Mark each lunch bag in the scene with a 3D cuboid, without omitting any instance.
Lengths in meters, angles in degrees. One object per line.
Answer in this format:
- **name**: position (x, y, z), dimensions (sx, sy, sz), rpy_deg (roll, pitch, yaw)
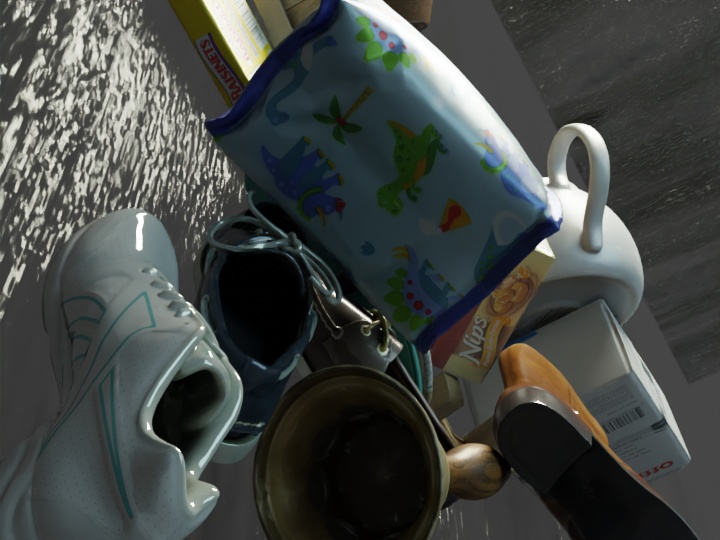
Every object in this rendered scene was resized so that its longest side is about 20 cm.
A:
- **lunch bag**: position (0.019, -0.071, 0.676), dimensions (0.170, 0.127, 0.200), rpy_deg (46, 19, -7)

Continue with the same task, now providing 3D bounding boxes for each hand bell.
- **hand bell**: position (0.037, 0.110, 0.640), dimensions (0.199, 0.103, 0.105), rpy_deg (15, 51, -61)

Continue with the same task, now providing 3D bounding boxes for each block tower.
- **block tower**: position (-0.029, -0.189, 0.942), dimensions (0.055, 0.057, 0.200), rpy_deg (64, 11, 1)

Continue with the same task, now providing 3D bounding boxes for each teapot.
- **teapot**: position (0.157, -0.018, 1.074), dimensions (0.197, 0.198, 0.148), rpy_deg (41, 32, -55)

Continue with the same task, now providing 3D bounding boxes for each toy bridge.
- **toy bridge**: position (0.107, 0.130, 0.926), dimensions (0.199, 0.067, 0.027), rpy_deg (24, 40, -38)

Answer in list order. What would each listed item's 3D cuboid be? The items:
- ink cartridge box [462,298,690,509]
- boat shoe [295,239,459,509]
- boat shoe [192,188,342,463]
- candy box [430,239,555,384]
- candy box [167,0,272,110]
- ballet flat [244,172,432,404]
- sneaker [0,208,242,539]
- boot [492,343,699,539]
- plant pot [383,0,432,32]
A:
- **ink cartridge box**: position (0.200, 0.134, 1.082), dimensions (0.200, 0.145, 0.087), rpy_deg (46, 22, -49)
- **boat shoe**: position (0.002, 0.060, 0.714), dimensions (0.202, 0.059, 0.072), rpy_deg (63, 17, -9)
- **boat shoe**: position (-0.052, 0.012, 0.586), dimensions (0.074, 0.062, 0.201), rpy_deg (34, 26, -7)
- **candy box**: position (0.083, -0.017, 0.927), dimensions (0.055, 0.116, 0.201), rpy_deg (21, 24, -16)
- **candy box**: position (-0.066, -0.117, 0.812), dimensions (0.202, 0.026, 0.102), rpy_deg (61, 17, -16)
- **ballet flat**: position (0.000, 0.000, 0.764), dimensions (0.202, 0.071, 0.072), rpy_deg (60, 17, -15)
- **sneaker**: position (-0.081, 0.040, 0.454), dimensions (0.071, 0.080, 0.202), rpy_deg (51, 20, -34)
- **boot**: position (0.154, 0.141, 0.777), dimensions (0.188, 0.069, 0.200), rpy_deg (42, 8, 2)
- **plant pot**: position (-0.001, -0.315, 1.085), dimensions (0.187, 0.184, 0.203), rpy_deg (-14, 94, -73)
